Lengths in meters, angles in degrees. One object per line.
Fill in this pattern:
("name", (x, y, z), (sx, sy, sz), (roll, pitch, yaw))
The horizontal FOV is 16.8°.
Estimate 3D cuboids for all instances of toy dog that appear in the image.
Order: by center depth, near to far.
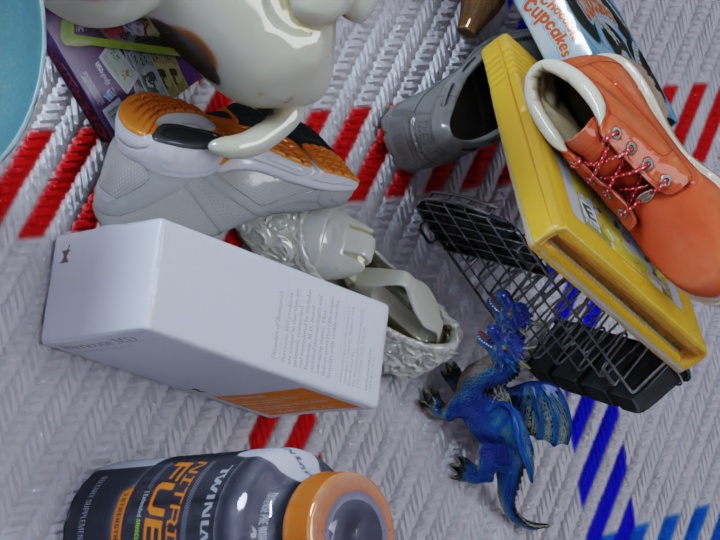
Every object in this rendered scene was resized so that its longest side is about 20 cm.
("toy dog", (-0.106, -0.179, 1.447), (0.199, 0.139, 0.195), (16, 98, -29))

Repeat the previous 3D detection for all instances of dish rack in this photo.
("dish rack", (0.128, 0.014, 1.709), (0.055, 0.153, 0.200), (-46, 117, -17))

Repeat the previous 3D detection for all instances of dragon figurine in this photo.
("dragon figurine", (0.107, 0.110, 1.702), (0.059, 0.099, 0.201), (-41, 115, -42))

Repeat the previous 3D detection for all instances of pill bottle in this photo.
("pill bottle", (-0.074, 0.158, 1.426), (0.106, 0.199, 0.107), (10, 76, -46))

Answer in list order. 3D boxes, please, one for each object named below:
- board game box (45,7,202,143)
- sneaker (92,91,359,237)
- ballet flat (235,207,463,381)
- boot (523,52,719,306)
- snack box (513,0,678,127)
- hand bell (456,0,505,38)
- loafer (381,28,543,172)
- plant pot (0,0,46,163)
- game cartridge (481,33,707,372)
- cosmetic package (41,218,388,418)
("board game box", (-0.160, -0.193, 1.493), (0.120, 0.032, 0.201), (-38, 113, -20))
("sneaker", (-0.090, -0.053, 1.538), (0.199, 0.076, 0.092), (7, 122, -44))
("ballet flat", (0.000, 0.000, 1.632), (0.200, 0.071, 0.072), (42, 56, -34))
("boot", (0.179, -0.060, 1.604), (0.107, 0.075, 0.201), (4, 48, -56))
("snack box", (0.163, -0.169, 1.777), (0.200, 0.037, 0.117), (23, 38, -63))
("hand bell", (0.119, -0.260, 1.801), (0.104, 0.104, 0.201), (37, 70, -37))
("loafer", (0.096, -0.124, 1.750), (0.200, 0.069, 0.070), (-38, 110, -44))
("plant pot", (-0.286, -0.127, 1.293), (0.199, 0.134, 0.202), (10, 76, -46))
("game cartridge", (0.159, -0.048, 1.663), (0.176, 0.032, 0.201), (38, 29, -37))
("cosmetic package", (-0.087, 0.033, 1.506), (0.199, 0.101, 0.072), (22, 69, -42))
